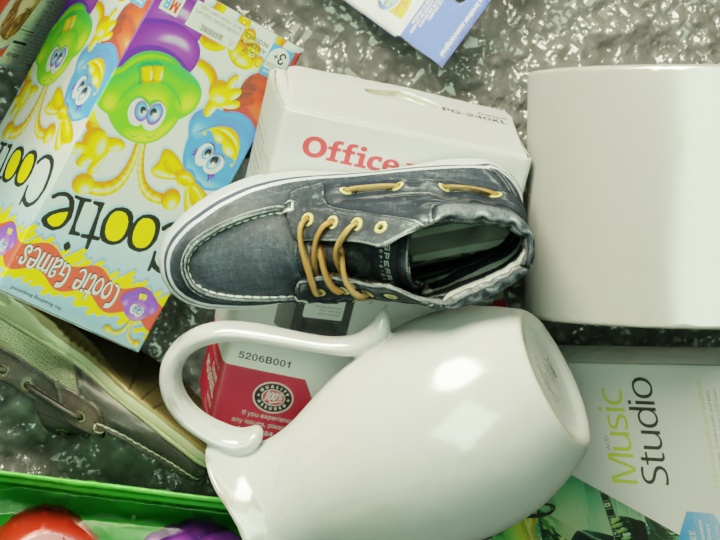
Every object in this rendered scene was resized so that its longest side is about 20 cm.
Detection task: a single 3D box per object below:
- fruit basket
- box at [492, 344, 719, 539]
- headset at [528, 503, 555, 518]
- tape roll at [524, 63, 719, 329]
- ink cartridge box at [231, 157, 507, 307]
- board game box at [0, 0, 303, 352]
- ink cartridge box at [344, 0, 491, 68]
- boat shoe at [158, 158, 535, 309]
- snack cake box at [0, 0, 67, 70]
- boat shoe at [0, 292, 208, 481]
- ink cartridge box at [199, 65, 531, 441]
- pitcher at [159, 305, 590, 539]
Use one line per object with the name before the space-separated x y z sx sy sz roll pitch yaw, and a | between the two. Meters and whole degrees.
fruit basket | -0.144 0.201 1.268 0.215 0.216 0.156 6 93 4
box | 0.151 0.115 1.258 0.200 0.036 0.145 -1 105 45
headset | 0.039 0.189 1.295 0.124 0.094 0.200 45 113 12
tape roll | 0.191 -0.042 1.235 0.202 0.203 0.140 1 92 4
ink cartridge box | 0.006 0.017 1.327 0.160 0.050 0.201 -14 89 4
board game box | -0.140 -0.074 1.286 0.103 0.105 0.200 26 95 -34
ink cartridge box | 0.004 -0.224 1.320 0.200 0.042 0.120 37 95 5
boat shoe | -0.008 -0.013 1.161 0.199 0.091 0.071 -12 109 -1
snack cake box | -0.206 -0.182 1.255 0.067 0.200 0.115 37 94 2
boat shoe | -0.171 0.068 1.333 0.201 0.072 0.066 36 104 3
ink cartridge box | 0.000 0.000 1.259 0.145 0.083 0.201 11 108 -9
pitcher | 0.005 0.078 1.186 0.200 0.121 0.172 -26 107 17
